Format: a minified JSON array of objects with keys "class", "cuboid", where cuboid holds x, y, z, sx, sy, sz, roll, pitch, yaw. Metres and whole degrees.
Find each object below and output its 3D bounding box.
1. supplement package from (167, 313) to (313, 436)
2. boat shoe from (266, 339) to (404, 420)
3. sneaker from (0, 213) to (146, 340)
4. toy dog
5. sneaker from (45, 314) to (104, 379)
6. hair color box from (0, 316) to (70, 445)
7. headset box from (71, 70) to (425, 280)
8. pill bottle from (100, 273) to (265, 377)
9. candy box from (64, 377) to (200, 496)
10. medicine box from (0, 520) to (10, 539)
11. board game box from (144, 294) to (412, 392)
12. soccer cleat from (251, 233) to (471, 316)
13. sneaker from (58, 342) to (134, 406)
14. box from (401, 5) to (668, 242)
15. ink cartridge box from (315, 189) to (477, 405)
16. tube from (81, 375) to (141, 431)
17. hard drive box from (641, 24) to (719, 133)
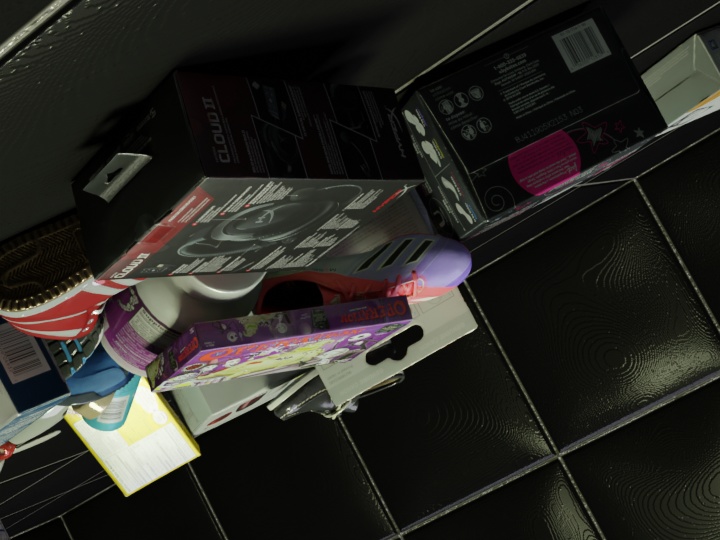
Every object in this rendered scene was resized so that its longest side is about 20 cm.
[{"class":"supplement package","cuboid":[-0.130,0.073,1.412,0.191,0.148,0.200,-26,174,-18]},{"class":"boat shoe","cuboid":[-0.021,0.126,1.345,0.074,0.061,0.200,-34,173,35]},{"class":"sneaker","cuboid":[-0.183,-0.007,0.944,0.199,0.072,0.113,-19,167,-13]},{"class":"toy dog","cuboid":[-0.340,0.132,1.261,0.199,0.132,0.096,-25,-148,7]},{"class":"sneaker","cuboid":[-0.303,0.074,1.128,0.199,0.075,0.087,-26,-175,24]},{"class":"hair color box","cuboid":[-0.337,0.107,1.046,0.200,0.100,0.060,-33,173,36]},{"class":"headset box","cuboid":[-0.083,-0.058,0.825,0.199,0.078,0.149,-2,156,-40]},{"class":"pill bottle","cuboid":[-0.149,0.013,1.060,0.112,0.113,0.200,-24,171,-33]},{"class":"candy box","cuboid":[-0.271,0.160,1.400,0.102,0.201,0.026,-27,-148,3]},{"class":"medicine box","cuboid":[-0.329,0.132,0.842,0.103,0.201,0.182,-28,173,-15]},{"class":"board game box","cuboid":[-0.068,0.062,1.052,0.199,0.032,0.120,-7,159,-31]},{"class":"soccer cleat","cuboid":[-0.001,0.013,1.090,0.199,0.067,0.077,-5,-153,3]},{"class":"sneaker","cuboid":[-0.225,0.055,1.185,0.066,0.079,0.200,11,-148,36]},{"class":"box","cuboid":[0.143,-0.126,1.114,0.199,0.133,0.115,-27,175,-19]},{"class":"ink cartridge box","cuboid":[0.000,0.000,1.173,0.162,0.201,0.057,-30,176,16]},{"class":"tube","cuboid":[-0.244,0.084,1.293,0.077,0.050,0.201,-27,151,-48]},{"class":"hard drive box","cuboid":[0.461,-0.259,1.626,0.199,0.077,0.156,-24,172,-35]}]
